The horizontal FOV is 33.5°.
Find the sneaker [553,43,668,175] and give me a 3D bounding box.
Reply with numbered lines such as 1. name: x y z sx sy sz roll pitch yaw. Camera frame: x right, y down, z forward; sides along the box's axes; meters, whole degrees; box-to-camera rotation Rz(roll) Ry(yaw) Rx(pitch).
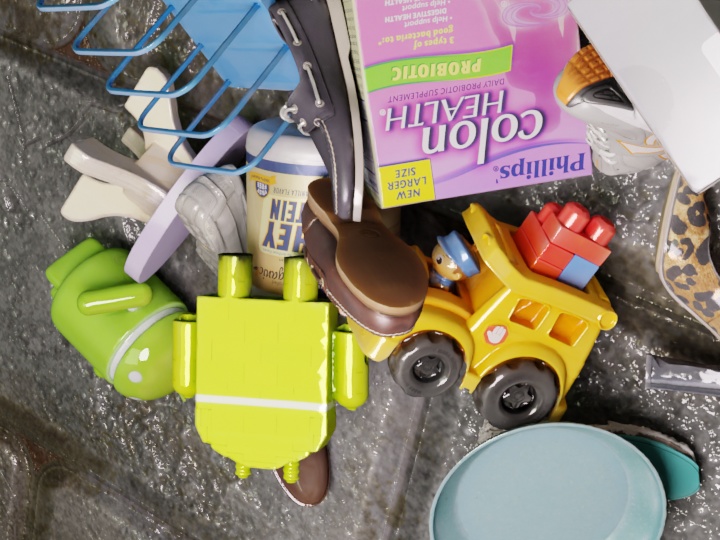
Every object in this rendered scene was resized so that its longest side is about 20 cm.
1. sneaker: 0.197 -0.107 0.896 0.092 0.199 0.076 -47 60 31

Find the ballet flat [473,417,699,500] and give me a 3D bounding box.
1. ballet flat: 0.197 0.153 1.046 0.199 0.072 0.072 7 111 -2

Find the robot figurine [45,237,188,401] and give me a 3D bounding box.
1. robot figurine: -0.252 0.057 1.290 0.200 0.116 0.176 42 152 18

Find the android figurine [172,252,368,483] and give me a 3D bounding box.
1. android figurine: -0.081 0.085 1.040 0.181 0.041 0.201 1 96 15

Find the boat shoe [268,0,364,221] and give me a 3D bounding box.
1. boat shoe: -0.034 -0.131 0.954 0.062 0.073 0.201 -7 74 -5

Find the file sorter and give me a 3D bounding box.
1. file sorter: -0.151 -0.191 1.010 0.138 0.123 0.200 12 150 46

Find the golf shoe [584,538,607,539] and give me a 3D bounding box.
1. golf shoe: 0.183 0.214 1.095 0.088 0.077 0.201 -29 86 12

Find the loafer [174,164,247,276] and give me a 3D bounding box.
1. loafer: -0.126 -0.037 1.169 0.070 0.070 0.200 41 166 16

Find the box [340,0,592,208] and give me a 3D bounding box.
1. box: 0.081 -0.166 0.966 0.175 0.097 0.201 -9 103 -5

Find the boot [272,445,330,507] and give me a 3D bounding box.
1. boot: -0.062 0.162 1.156 0.064 0.200 0.188 -16 95 -7

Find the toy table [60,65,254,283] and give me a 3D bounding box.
1. toy table: -0.206 -0.099 1.193 0.117 0.184 0.200 38 97 2

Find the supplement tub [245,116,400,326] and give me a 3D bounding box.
1. supplement tub: -0.034 -0.035 1.104 0.144 0.144 0.201 11 110 30

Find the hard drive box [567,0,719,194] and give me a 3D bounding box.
1. hard drive box: 0.252 -0.154 0.847 0.077 0.200 0.156 -37 84 35

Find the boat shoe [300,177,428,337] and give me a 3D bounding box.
1. boat shoe: 0.000 0.000 0.941 0.200 0.070 0.071 -117 33 -57

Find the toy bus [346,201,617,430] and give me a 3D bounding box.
1. toy bus: 0.113 0.013 0.990 0.199 0.136 0.193 20 118 -21

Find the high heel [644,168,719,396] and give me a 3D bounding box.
1. high heel: 0.307 0.007 0.957 0.142 0.071 0.201 5 99 13

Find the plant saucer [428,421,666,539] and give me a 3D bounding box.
1. plant saucer: 0.156 0.201 1.011 0.199 0.036 0.201 -1 119 -1
